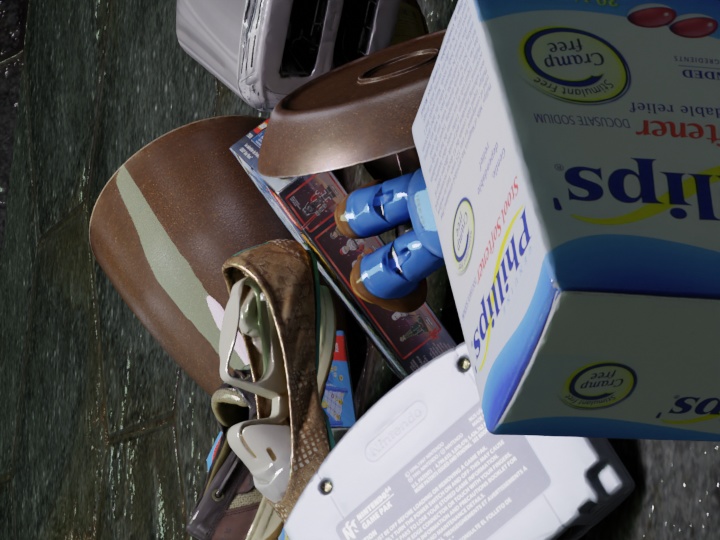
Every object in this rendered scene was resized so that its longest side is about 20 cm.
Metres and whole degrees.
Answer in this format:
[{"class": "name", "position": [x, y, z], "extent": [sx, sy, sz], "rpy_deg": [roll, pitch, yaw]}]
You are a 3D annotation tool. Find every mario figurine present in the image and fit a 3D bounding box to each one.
[{"class": "mario figurine", "position": [0.079, -0.039, 1.521], "extent": [0.200, 0.124, 0.106], "rpy_deg": [-24, 21, 49]}]

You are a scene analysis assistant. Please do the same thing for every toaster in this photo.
[{"class": "toaster", "position": [-0.040, -0.194, 1.635], "extent": [0.129, 0.113, 0.201], "rpy_deg": [49, 133, 50]}]

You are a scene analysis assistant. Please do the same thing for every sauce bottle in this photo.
[{"class": "sauce bottle", "position": [0.026, -0.094, 1.670], "extent": [0.066, 0.066, 0.201], "rpy_deg": [110, 157, -45]}]

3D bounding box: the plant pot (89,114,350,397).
[{"class": "plant pot", "position": [-0.086, 0.018, 1.978], "extent": [0.201, 0.186, 0.188], "rpy_deg": [60, 146, 37]}]

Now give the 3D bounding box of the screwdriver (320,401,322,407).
[{"class": "screwdriver", "position": [-0.029, 0.060, 1.652], "extent": [0.029, 0.028, 0.201], "rpy_deg": [-37, 47, 20]}]

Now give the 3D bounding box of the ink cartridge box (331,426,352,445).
[{"class": "ink cartridge box", "position": [0.022, 0.172, 1.621], "extent": [0.200, 0.084, 0.147], "rpy_deg": [170, 103, -73]}]

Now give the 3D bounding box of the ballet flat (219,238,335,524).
[{"class": "ballet flat", "position": [-0.054, 0.080, 1.598], "extent": [0.070, 0.065, 0.201], "rpy_deg": [144, 122, -60]}]

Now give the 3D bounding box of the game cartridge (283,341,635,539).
[{"class": "game cartridge", "position": [0.050, 0.127, 1.476], "extent": [0.200, 0.041, 0.134], "rpy_deg": [-42, 60, 24]}]

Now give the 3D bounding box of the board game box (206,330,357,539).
[{"class": "board game box", "position": [-0.051, 0.175, 1.843], "extent": [0.200, 0.055, 0.197], "rpy_deg": [118, 149, -53]}]

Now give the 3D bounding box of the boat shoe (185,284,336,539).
[{"class": "boat shoe", "position": [-0.064, 0.090, 1.684], "extent": [0.073, 0.064, 0.201], "rpy_deg": [133, 154, -55]}]

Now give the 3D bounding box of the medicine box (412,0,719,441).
[{"class": "medicine box", "position": [0.136, -0.027, 1.176], "extent": [0.103, 0.181, 0.201], "rpy_deg": [109, 157, -43]}]

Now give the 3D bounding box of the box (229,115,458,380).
[{"class": "box", "position": [0.000, 0.000, 1.673], "extent": [0.200, 0.040, 0.137], "rpy_deg": [54, 177, -21]}]

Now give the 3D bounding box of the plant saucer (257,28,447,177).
[{"class": "plant saucer", "position": [0.028, -0.106, 1.518], "extent": [0.200, 0.199, 0.035], "rpy_deg": [-156, 45, -72]}]
